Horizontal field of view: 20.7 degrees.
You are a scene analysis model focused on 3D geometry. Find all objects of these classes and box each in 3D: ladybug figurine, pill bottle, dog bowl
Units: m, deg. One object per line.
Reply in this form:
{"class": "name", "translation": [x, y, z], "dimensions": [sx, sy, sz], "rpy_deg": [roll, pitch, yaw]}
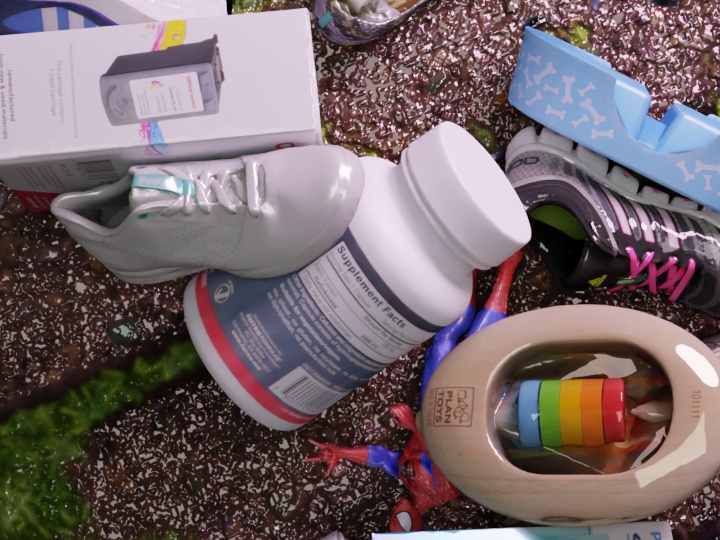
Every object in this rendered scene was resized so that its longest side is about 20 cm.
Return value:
{"class": "ladybug figurine", "translation": [0.133, 0.091, 1.209], "dimensions": [0.200, 0.072, 0.136], "rpy_deg": [1, 75, 17]}
{"class": "pill bottle", "translation": [0.000, 0.000, 1.224], "dimensions": [0.200, 0.120, 0.120], "rpy_deg": [-35, 89, 19]}
{"class": "dog bowl", "translation": [0.185, -0.090, 1.266], "dimensions": [0.200, 0.111, 0.050], "rpy_deg": [26, 101, 0]}

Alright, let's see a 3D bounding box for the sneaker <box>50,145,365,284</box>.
{"class": "sneaker", "translation": [-0.096, -0.039, 1.176], "dimensions": [0.200, 0.088, 0.075], "rpy_deg": [-14, 60, 30]}

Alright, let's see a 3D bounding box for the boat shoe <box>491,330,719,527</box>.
{"class": "boat shoe", "translation": [0.180, 0.116, 1.279], "dimensions": [0.200, 0.076, 0.074], "rpy_deg": [-37, 94, 7]}

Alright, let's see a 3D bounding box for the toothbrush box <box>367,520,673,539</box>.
{"class": "toothbrush box", "translation": [0.097, 0.235, 1.187], "dimensions": [0.200, 0.085, 0.147], "rpy_deg": [2, 63, -20]}

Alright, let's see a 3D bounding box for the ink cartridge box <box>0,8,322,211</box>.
{"class": "ink cartridge box", "translation": [-0.125, -0.097, 1.240], "dimensions": [0.200, 0.148, 0.086], "rpy_deg": [-6, 79, -1]}

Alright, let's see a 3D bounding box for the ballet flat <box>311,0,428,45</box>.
{"class": "ballet flat", "translation": [0.055, -0.218, 1.286], "dimensions": [0.200, 0.072, 0.072], "rpy_deg": [-38, 89, -2]}

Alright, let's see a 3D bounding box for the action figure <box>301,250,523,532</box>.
{"class": "action figure", "translation": [0.033, 0.073, 1.268], "dimensions": [0.099, 0.065, 0.200], "rpy_deg": [13, 89, -34]}

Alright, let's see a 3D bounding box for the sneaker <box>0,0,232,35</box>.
{"class": "sneaker", "translation": [-0.201, -0.176, 1.283], "dimensions": [0.200, 0.146, 0.081], "rpy_deg": [6, 73, -43]}

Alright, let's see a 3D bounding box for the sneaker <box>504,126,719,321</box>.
{"class": "sneaker", "translation": [0.169, -0.011, 1.262], "dimensions": [0.200, 0.074, 0.088], "rpy_deg": [31, 52, 4]}

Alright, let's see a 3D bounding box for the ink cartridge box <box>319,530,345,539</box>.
{"class": "ink cartridge box", "translation": [-0.060, 0.279, 1.261], "dimensions": [0.200, 0.084, 0.146], "rpy_deg": [-30, 89, -2]}
